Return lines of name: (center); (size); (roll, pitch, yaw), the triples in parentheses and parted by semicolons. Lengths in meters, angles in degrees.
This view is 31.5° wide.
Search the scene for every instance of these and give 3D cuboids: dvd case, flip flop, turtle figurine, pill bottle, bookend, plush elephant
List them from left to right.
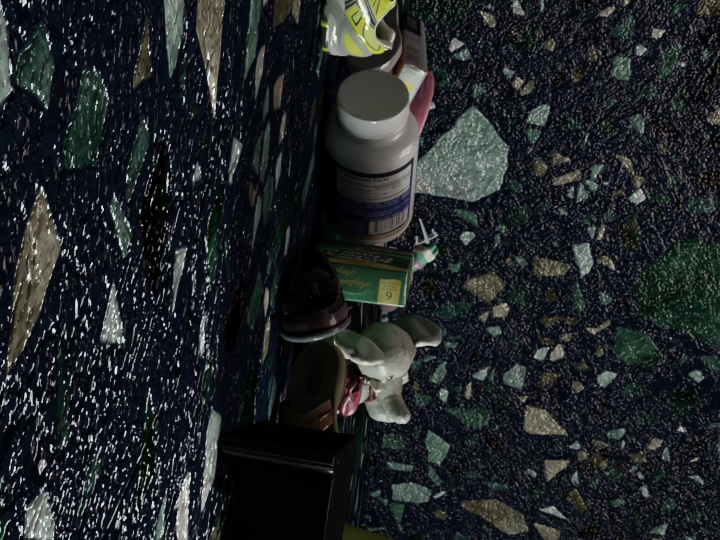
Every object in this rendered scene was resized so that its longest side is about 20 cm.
bookend: (-0.069, 0.235, 1.060); (0.199, 0.092, 0.201); (26, 72, -85)
flip flop: (-0.054, 0.149, 1.323); (0.058, 0.081, 0.201); (67, 23, -46)
dvd case: (0.012, 0.114, 1.715); (0.200, 0.016, 0.150); (94, -7, -75)
plush elephant: (0.012, 0.117, 1.491); (0.155, 0.164, 0.201); (1, -78, 54)
pill bottle: (0.012, -0.133, 1.483); (0.200, 0.110, 0.111); (93, 6, -52)
turtle figurine: (0.017, -0.019, 1.703); (0.101, 0.149, 0.200); (-52, 165, -28)

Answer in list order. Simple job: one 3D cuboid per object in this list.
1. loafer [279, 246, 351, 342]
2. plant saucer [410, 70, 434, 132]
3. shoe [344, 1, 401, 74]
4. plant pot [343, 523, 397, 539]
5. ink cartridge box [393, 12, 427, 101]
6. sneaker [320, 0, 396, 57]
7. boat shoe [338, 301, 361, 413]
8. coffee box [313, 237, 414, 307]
loafer: (-0.050, 0.022, 1.263); (0.200, 0.072, 0.063); (-97, 173, -80)
plant saucer: (0.044, -0.213, 1.900); (0.200, 0.051, 0.201); (-158, -90, -77)
shoe: (0.018, -0.272, 1.633); (0.201, 0.071, 0.091); (-84, 175, -52)
plant pot: (-0.004, 0.413, 1.660); (0.200, 0.189, 0.201); (6, 90, -86)
ink cartridge box: (0.031, -0.239, 1.795); (0.200, 0.047, 0.198); (-58, -164, 27)
sneaker: (0.001, -0.299, 1.273); (0.200, 0.076, 0.076); (90, 9, -53)
boat shoe: (-0.026, 0.134, 1.685); (0.201, 0.070, 0.091); (-82, 173, -49)
coffee box: (0.000, 0.000, 1.470); (0.200, 0.122, 0.044); (-52, 150, -80)
